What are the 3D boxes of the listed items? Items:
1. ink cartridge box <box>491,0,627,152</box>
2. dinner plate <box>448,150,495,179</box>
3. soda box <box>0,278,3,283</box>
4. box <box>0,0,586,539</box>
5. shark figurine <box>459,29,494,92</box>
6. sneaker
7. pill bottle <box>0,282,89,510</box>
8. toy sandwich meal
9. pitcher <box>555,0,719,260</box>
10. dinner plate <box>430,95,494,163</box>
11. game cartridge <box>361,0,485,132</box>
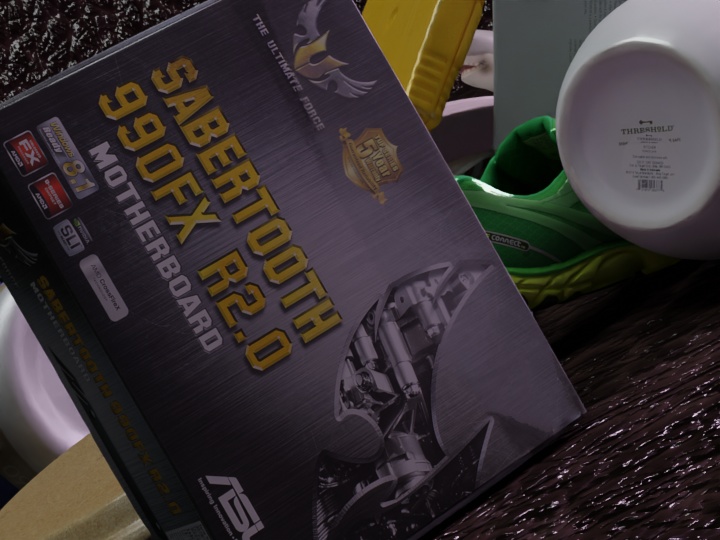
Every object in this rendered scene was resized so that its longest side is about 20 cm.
[{"bbox_3d":[0.131,-0.183,1.149,0.084,0.200,0.176,7,30,18],"label":"ink cartridge box"},{"bbox_3d":[0.000,0.000,1.199,0.200,0.024,0.200,-43,-7,-7],"label":"dinner plate"},{"bbox_3d":[-0.151,-0.002,1.096,0.200,0.068,0.064,-25,34,47],"label":"soda box"},{"bbox_3d":[-0.032,0.007,0.767,0.158,0.200,0.048,-30,2,-31],"label":"box"},{"bbox_3d":[0.139,-0.115,1.434,0.128,0.090,0.214,2,-24,24],"label":"shark figurine"},{"bbox_3d":[0.108,-0.035,1.000,0.074,0.084,0.200,-14,4,46],"label":"sneaker"},{"bbox_3d":[-0.177,0.074,1.055,0.200,0.116,0.116,-26,5,46],"label":"pill bottle"},{"bbox_3d":[-0.065,0.091,0.882,0.205,0.070,0.205,-32,10,6],"label":"toy sandwich meal"},{"bbox_3d":[0.192,-0.074,0.936,0.172,0.121,0.200,-4,8,38],"label":"pitcher"},{"bbox_3d":[0.046,-0.073,1.362,0.200,0.024,0.200,-15,-12,-3],"label":"dinner plate"},{"bbox_3d":[0.031,-0.135,1.209,0.176,0.032,0.200,-36,33,65],"label":"game cartridge"}]
